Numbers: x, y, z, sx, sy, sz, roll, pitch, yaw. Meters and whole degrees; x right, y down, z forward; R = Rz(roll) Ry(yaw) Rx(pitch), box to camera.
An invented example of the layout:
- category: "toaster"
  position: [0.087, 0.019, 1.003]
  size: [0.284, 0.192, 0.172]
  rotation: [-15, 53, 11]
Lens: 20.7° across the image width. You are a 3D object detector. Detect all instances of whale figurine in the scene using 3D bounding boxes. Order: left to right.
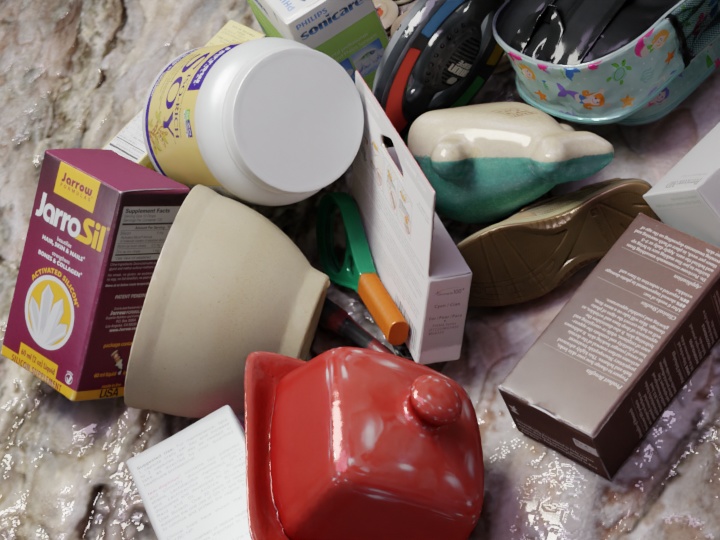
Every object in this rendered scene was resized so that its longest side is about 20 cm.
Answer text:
- category: "whale figurine"
  position: [0.129, -0.088, 1.705]
  size: [0.159, 0.104, 0.200]
  rotation: [-11, 15, -37]

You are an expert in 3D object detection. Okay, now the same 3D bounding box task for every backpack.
- category: "backpack"
  position: [0.224, -0.217, 1.756]
  size: [0.200, 0.151, 0.177]
  rotation: [-42, 44, -22]

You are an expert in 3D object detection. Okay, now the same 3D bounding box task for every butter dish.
- category: "butter dish"
  position: [0.024, 0.134, 1.516]
  size: [0.148, 0.199, 0.200]
  rotation: [-47, 34, 39]

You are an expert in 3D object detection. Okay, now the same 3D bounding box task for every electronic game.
- category: "electronic game"
  position: [0.079, -0.196, 1.774]
  size: [0.042, 0.200, 0.200]
  rotation: [38, 73, 21]

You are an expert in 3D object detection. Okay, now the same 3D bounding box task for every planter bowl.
- category: "planter bowl"
  position: [-0.106, 0.041, 1.687]
  size: [0.135, 0.200, 0.200]
  rotation: [18, 58, 2]

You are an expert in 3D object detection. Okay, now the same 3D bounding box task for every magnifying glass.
- category: "magnifying glass"
  position: [0.000, 0.000, 1.719]
  size: [0.022, 0.080, 0.200]
  rotation: [-3, 33, -19]

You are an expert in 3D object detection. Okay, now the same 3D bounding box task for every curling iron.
- category: "curling iron"
  position: [-0.012, 0.041, 1.741]
  size: [0.050, 0.026, 0.200]
  rotation: [-31, 39, -32]

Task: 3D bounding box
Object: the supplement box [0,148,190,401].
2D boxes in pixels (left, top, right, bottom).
- category: "supplement box"
  position: [-0.238, 0.002, 1.754]
  size: [0.110, 0.086, 0.200]
  rotation: [27, 110, 36]

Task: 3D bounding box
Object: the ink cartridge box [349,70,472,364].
- category: "ink cartridge box"
  position: [0.041, -0.048, 1.672]
  size: [0.045, 0.176, 0.200]
  rotation: [-8, 38, -17]

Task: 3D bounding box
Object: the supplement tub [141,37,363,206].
- category: "supplement tub"
  position: [-0.095, -0.130, 1.733]
  size: [0.145, 0.145, 0.200]
  rotation: [-48, 21, -17]

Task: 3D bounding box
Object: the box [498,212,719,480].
- category: "box"
  position: [0.215, 0.060, 1.594]
  size: [0.100, 0.075, 0.200]
  rotation: [28, 67, 36]

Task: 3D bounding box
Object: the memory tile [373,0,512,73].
- category: "memory tile"
  position: [0.099, -0.271, 1.945]
  size: [0.200, 0.017, 0.153]
  rotation: [19, 63, 34]

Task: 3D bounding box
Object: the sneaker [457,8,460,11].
- category: "sneaker"
  position: [0.150, -0.326, 1.902]
  size: [0.200, 0.085, 0.073]
  rotation: [-30, 49, 0]

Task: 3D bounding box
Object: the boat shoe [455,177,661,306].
- category: "boat shoe"
  position: [0.163, -0.025, 1.696]
  size: [0.200, 0.071, 0.065]
  rotation: [-20, 13, 8]

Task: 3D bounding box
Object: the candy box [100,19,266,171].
- category: "candy box"
  position: [-0.152, -0.127, 1.872]
  size: [0.055, 0.115, 0.200]
  rotation: [28, 68, 38]

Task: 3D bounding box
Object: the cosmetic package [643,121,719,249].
- category: "cosmetic package"
  position: [0.345, -0.098, 1.627]
  size: [0.200, 0.085, 0.108]
  rotation: [-42, 10, -14]

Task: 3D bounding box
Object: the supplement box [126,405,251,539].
- category: "supplement box"
  position: [-0.099, 0.224, 1.579]
  size: [0.103, 0.101, 0.200]
  rotation: [-30, 48, -2]

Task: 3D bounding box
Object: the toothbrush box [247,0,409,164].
- category: "toothbrush box"
  position: [-0.034, -0.219, 1.838]
  size: [0.086, 0.200, 0.146]
  rotation: [-34, 47, -4]
